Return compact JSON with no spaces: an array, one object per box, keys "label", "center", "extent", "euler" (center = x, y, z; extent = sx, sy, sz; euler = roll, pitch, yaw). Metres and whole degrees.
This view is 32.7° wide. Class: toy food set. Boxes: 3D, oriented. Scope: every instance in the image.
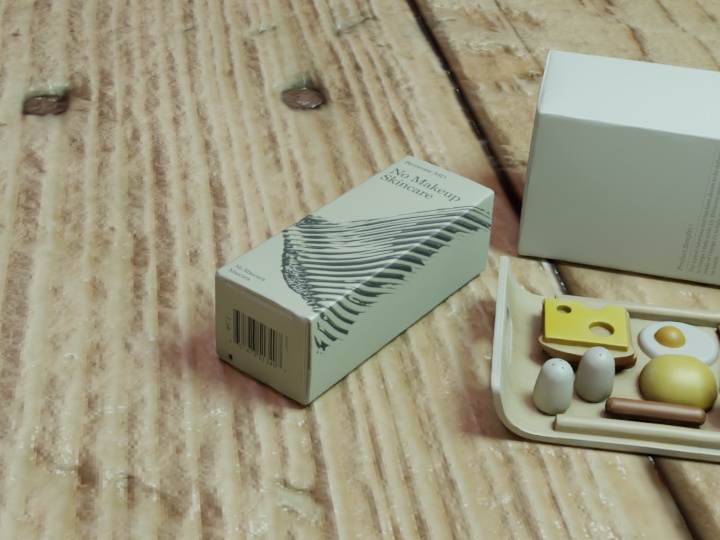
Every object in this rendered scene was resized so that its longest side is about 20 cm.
[{"label":"toy food set","center":[0.181,0.044,0.756],"extent":[0.199,0.061,0.144],"euler":[7,34,4]}]

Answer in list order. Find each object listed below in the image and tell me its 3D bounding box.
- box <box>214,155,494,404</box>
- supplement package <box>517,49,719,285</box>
[{"label":"box","center":[0.000,0.000,0.797],"extent":[0.082,0.069,0.200],"euler":[25,40,28]},{"label":"supplement package","center":[0.221,-0.073,0.883],"extent":[0.199,0.117,0.118],"euler":[10,35,8]}]
